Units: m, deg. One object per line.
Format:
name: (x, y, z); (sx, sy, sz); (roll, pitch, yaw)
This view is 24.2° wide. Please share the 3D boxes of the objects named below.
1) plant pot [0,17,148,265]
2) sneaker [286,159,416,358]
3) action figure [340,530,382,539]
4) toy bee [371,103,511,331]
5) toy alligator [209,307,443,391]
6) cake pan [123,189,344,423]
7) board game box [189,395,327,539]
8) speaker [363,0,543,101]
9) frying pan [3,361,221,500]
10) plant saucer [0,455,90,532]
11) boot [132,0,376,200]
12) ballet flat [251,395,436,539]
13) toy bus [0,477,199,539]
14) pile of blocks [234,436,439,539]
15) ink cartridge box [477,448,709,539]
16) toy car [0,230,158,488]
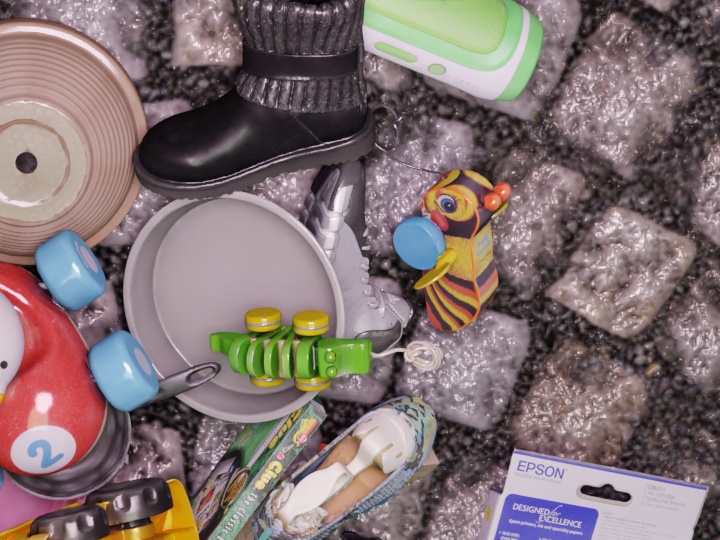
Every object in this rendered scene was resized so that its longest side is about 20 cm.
plant pot: (-0.267, -0.095, 1.348); (0.198, 0.093, 0.203); (-3, 107, -10)
sneaker: (0.000, 0.000, 1.440); (0.114, 0.075, 0.202); (10, 113, -18)
action figure: (-0.016, 0.346, 1.511); (0.118, 0.102, 0.203); (-6, 105, -21)
toy bee: (0.079, -0.036, 1.407); (0.200, 0.108, 0.132); (53, 52, -39)
toy alligator: (-0.036, 0.069, 1.338); (0.198, 0.054, 0.060); (4, 108, 18)
cake pan: (-0.101, 0.027, 1.399); (0.198, 0.037, 0.203); (6, 109, 18)
board game box: (-0.103, 0.180, 1.446); (0.023, 0.105, 0.201); (35, 97, -16)
speaker: (0.047, -0.208, 1.378); (0.198, 0.088, 0.089); (20, 101, -15)
frying pan: (-0.221, 0.106, 1.392); (0.190, 0.031, 0.115); (-45, 106, -2)
plant saucer: (-0.330, 0.178, 1.432); (0.198, 0.051, 0.203); (-3, 106, -10)
boot: (-0.091, -0.151, 1.321); (0.209, 0.080, 0.159); (-15, 135, -3)
ballet flat: (-0.007, 0.170, 1.422); (0.200, 0.074, 0.075); (-41, 110, -22)
toy bus: (-0.247, 0.249, 1.338); (0.190, 0.200, 0.137); (-7, 93, 26)
pile of blocks: (-0.031, 0.191, 1.495); (0.198, 0.082, 0.063); (-22, 65, -14)
ink cartridge box: (0.203, 0.269, 1.561); (0.195, 0.047, 0.202); (12, 101, -12)
toy car: (-0.284, 0.072, 1.267); (0.183, 0.200, 0.178); (-31, 81, 7)
